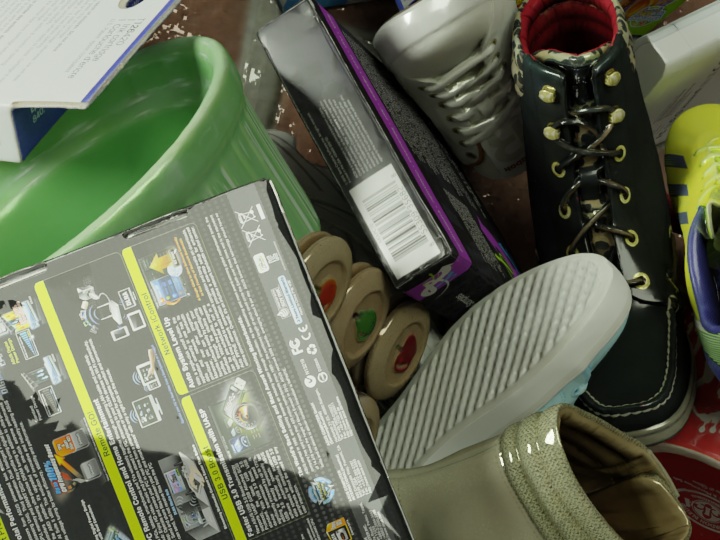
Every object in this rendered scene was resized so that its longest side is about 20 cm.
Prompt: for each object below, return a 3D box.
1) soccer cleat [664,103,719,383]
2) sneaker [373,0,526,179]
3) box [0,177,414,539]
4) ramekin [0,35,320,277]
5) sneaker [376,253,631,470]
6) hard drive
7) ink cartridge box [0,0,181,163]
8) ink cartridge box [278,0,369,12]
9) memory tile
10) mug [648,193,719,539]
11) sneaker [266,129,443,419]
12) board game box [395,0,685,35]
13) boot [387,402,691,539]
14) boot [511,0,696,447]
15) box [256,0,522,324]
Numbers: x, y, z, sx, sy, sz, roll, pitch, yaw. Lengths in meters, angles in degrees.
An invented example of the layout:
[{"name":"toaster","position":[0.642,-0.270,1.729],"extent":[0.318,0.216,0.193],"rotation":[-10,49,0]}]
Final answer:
[{"name":"soccer cleat","position":[0.181,-0.023,1.144],"extent":[0.065,0.084,0.201],"rotation":[-18,43,13]},{"name":"sneaker","position":[0.064,-0.094,1.198],"extent":[0.073,0.200,0.085],"rotation":[-32,79,9]},{"name":"box","position":[-0.074,0.084,0.929],"extent":[0.160,0.044,0.201],"rotation":[-22,90,-16]},{"name":"ramekin","position":[-0.114,-0.004,1.061],"extent":[0.098,0.200,0.200],"rotation":[53,52,-23]},{"name":"sneaker","position":[0.066,0.077,1.111],"extent":[0.082,0.200,0.074],"rotation":[31,24,-31]},{"name":"hard drive","position":[0.201,-0.118,1.290],"extent":[0.200,0.132,0.027],"rotation":[-26,75,-31]},{"name":"ink cartridge box","position":[-0.147,-0.129,1.139],"extent":[0.199,0.047,0.198],"rotation":[9,46,33]},{"name":"ink cartridge box","position":[0.052,-0.209,1.291],"extent":[0.199,0.115,0.068],"rotation":[-11,67,-28]},{"name":"memory tile","position":[-0.037,0.087,1.042],"extent":[0.017,0.153,0.200],"rotation":[25,84,27]},{"name":"mug","position":[0.200,0.050,1.225],"extent":[0.200,0.177,0.134],"rotation":[-56,127,-30]},{"name":"sneaker","position":[0.000,0.000,1.180],"extent":[0.200,0.078,0.099],"rotation":[46,49,3]},{"name":"board game box","position":[0.123,-0.185,1.260],"extent":[0.200,0.134,0.045],"rotation":[-1,60,-44]},{"name":"boot","position":[0.080,0.142,1.049],"extent":[0.200,0.154,0.072],"rotation":[47,34,-33]},{"name":"boot","position":[0.111,-0.029,1.142],"extent":[0.073,0.154,0.204],"rotation":[-9,38,8]},{"name":"box","position":[0.026,-0.039,1.151],"extent":[0.036,0.200,0.143],"rotation":[-32,71,11]}]
